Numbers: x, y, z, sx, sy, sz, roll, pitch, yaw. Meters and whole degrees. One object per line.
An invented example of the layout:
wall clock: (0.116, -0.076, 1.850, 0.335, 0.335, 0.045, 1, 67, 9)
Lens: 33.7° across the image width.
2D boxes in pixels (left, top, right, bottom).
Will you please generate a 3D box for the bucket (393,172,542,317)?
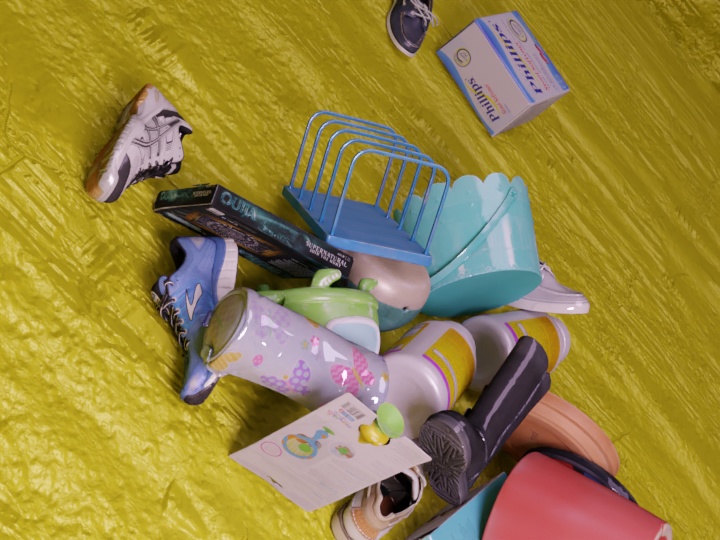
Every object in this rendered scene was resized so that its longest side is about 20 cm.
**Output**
bucket: (0.147, -0.029, 1.621, 0.206, 0.206, 0.136, 10, 60, -46)

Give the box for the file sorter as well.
file sorter: (0.007, -0.106, 1.455, 0.138, 0.124, 0.200, 10, 17, -23)

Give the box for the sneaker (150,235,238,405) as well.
sneaker: (-0.183, 0.050, 1.264, 0.088, 0.079, 0.202, 11, 54, -19)

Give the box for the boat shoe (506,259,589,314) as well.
boat shoe: (0.239, 0.016, 1.699, 0.072, 0.199, 0.069, -1, 102, -45)

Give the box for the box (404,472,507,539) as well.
box: (0.110, 0.303, 1.379, 0.049, 0.082, 0.200, 58, 34, 6)

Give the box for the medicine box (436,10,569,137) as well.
medicine box: (0.258, -0.356, 2.133, 0.183, 0.103, 0.200, 56, 32, 4)

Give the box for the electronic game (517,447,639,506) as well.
electronic game: (0.280, 0.302, 1.500, 0.042, 0.200, 0.200, -43, 96, -29)

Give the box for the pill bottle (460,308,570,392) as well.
pill bottle: (0.217, 0.108, 1.667, 0.199, 0.104, 0.105, -5, 64, -52)

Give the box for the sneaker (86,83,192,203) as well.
sneaker: (-0.240, -0.133, 1.339, 0.088, 0.075, 0.201, 40, 36, -19)

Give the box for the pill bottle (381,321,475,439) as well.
pill bottle: (0.081, 0.125, 1.458, 0.105, 0.104, 0.200, 54, 25, 1)

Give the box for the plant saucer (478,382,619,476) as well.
plant saucer: (0.236, 0.217, 1.528, 0.200, 0.200, 0.032, 45, 62, -14)

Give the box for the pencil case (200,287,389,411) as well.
pencil case: (-0.065, 0.093, 1.216, 0.199, 0.083, 0.091, 28, 75, -28)

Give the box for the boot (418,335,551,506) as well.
boot: (0.152, 0.152, 1.360, 0.065, 0.165, 0.200, 33, 61, 23)

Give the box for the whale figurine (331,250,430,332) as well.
whale figurine: (0.000, 0.000, 1.523, 0.158, 0.104, 0.200, 8, 30, -43)

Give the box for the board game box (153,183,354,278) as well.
board game box: (-0.122, -0.041, 1.356, 0.199, 0.135, 0.028, 29, 73, -35)

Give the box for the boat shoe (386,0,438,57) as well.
boat shoe: (0.094, -0.441, 2.042, 0.075, 0.062, 0.201, 41, 36, -22)

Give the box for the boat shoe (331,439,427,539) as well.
boat shoe: (0.042, 0.248, 1.355, 0.075, 0.068, 0.200, 51, 33, -4)

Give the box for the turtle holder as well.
turtle holder: (-0.053, 0.074, 1.325, 0.185, 0.140, 0.133, 32, 52, -70)

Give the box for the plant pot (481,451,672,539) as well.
plant pot: (0.252, 0.330, 1.370, 0.200, 0.176, 0.202, -36, 134, -48)

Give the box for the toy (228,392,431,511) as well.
toy: (-0.029, 0.176, 1.207, 0.115, 0.199, 0.047, 39, 48, -20)
